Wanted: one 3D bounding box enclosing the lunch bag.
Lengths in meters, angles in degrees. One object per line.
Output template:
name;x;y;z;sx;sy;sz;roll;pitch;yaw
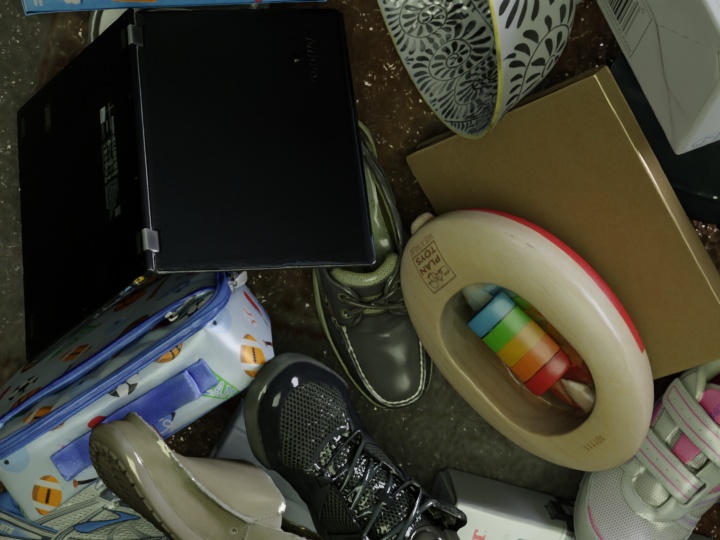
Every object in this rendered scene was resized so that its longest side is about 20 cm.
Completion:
lunch bag;-0.144;0.068;1.342;0.199;0.160;0.076;-34;102;5

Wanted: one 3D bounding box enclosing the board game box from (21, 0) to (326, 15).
board game box;-0.124;-0.232;1.295;0.198;0.037;0.152;-1;125;13

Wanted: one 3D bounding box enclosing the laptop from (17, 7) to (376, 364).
laptop;-0.108;-0.054;1.310;0.115;0.189;0.200;20;140;-37

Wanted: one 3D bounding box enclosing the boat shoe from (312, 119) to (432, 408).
boat shoe;0.001;-0.001;1.382;0.071;0.066;0.203;-13;101;1

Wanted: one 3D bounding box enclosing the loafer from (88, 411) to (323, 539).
loafer;-0.089;0.138;1.281;0.068;0.075;0.200;-50;134;-12

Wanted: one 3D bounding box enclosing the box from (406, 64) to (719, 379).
box;0.138;-0.016;1.360;0.163;0.021;0.201;-21;104;40

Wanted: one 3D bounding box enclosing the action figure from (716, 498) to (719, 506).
action figure;0.340;0.169;1.398;0.198;0.105;0.195;-7;71;-8

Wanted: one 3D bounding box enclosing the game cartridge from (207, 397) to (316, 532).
game cartridge;-0.070;0.202;1.436;0.132;0.041;0.201;28;99;-11

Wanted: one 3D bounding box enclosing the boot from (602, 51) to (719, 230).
boot;0.225;-0.048;1.372;0.167;0.201;0.077;22;61;23

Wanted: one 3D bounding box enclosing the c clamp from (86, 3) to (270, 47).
c clamp;-0.096;-0.115;1.374;0.169;0.027;0.202;10;102;-3

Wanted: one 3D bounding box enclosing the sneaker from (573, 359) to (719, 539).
sneaker;0.210;0.108;1.366;0.081;0.088;0.200;39;72;11

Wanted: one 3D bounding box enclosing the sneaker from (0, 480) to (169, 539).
sneaker;-0.158;0.161;1.386;0.198;0.077;0.086;-10;77;18

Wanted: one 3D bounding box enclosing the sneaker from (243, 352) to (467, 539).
sneaker;0.004;0.132;1.314;0.076;0.114;0.200;-45;132;-22

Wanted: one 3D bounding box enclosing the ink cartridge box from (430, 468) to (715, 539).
ink cartridge box;0.130;0.232;1.424;0.198;0.083;0.146;15;100;-6

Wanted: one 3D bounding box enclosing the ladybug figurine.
ladybug figurine;0.109;0.035;1.346;0.200;0.072;0.136;49;134;-2

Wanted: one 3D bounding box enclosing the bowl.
bowl;0.079;-0.189;1.296;0.094;0.201;0.202;-19;102;-15

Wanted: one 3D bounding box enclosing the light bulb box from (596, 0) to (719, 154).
light bulb box;0.244;-0.206;1.260;0.199;0.125;0.199;-19;73;-16
